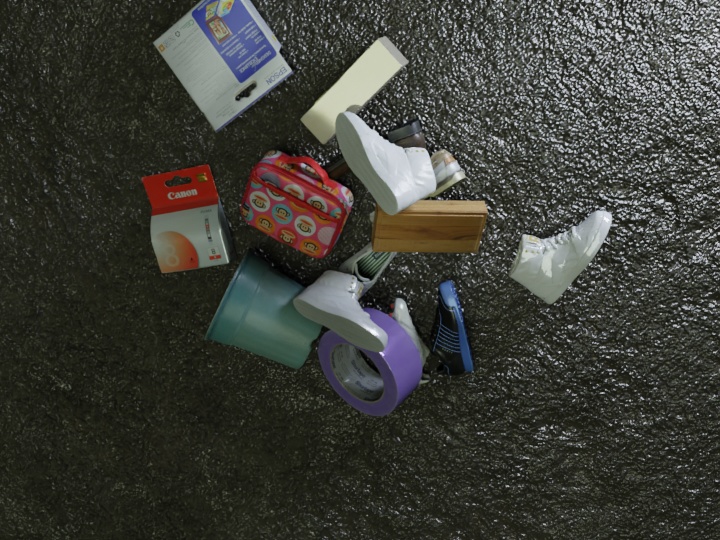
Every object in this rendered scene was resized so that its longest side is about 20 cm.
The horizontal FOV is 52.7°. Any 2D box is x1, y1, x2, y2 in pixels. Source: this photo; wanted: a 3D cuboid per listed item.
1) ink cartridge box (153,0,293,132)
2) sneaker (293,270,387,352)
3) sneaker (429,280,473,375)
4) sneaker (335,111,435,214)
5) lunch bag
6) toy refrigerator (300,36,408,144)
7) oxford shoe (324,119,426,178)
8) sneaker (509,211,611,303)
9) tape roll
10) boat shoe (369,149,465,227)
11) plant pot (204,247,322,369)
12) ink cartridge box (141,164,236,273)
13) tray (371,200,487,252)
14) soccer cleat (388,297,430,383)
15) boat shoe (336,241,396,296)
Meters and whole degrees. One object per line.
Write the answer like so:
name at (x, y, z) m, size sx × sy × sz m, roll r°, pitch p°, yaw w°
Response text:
ink cartridge box at (-0.250, -0.395, 1.343) m, size 0.197 × 0.047 × 0.200 m, roll -31°, pitch 103°, yaw 21°
sneaker at (-0.013, 0.065, 1.352) m, size 0.199 × 0.116 × 0.074 m, roll 28°, pitch 143°, yaw 22°
sneaker at (0.167, 0.119, 1.428) m, size 0.077 × 0.070 × 0.201 m, roll -12°, pitch 109°, yaw 11°
sneaker at (0.047, -0.198, 1.255) m, size 0.201 × 0.115 × 0.074 m, roll 58°, pitch 150°, yaw 11°
lunch bag at (-0.116, -0.133, 1.372) m, size 0.199 × 0.082 × 0.177 m, roll 27°, pitch 130°, yaw 1°
toy refrigerator at (-0.013, -0.322, 1.295) m, size 0.070 × 0.076 × 0.200 m, roll 46°, pitch 115°, yaw -7°
oxford shoe at (0.027, -0.201, 1.335) m, size 0.199 × 0.073 × 0.085 m, roll -18°, pitch 108°, yaw 19°
sneaker at (0.350, -0.043, 1.310) m, size 0.115 × 0.074 × 0.200 m, roll 31°, pitch 116°, yaw -3°
tape roll at (0.018, 0.181, 1.436) m, size 0.199 × 0.085 × 0.201 m, roll 25°, pitch 132°, yaw 31°
boat shoe at (0.095, -0.150, 1.344) m, size 0.199 × 0.075 × 0.069 m, roll -30°, pitch 89°, yaw 21°
plant pot at (-0.178, 0.089, 1.443) m, size 0.195 × 0.200 × 0.201 m, roll 27°, pitch 115°, yaw -6°
ink cartridge box at (-0.355, -0.101, 1.480) m, size 0.161 × 0.050 × 0.201 m, roll -8°, pitch 112°, yaw 16°
tray at (0.123, -0.079, 1.327) m, size 0.199 × 0.037 × 0.099 m, roll -1°, pitch 135°, yaw -8°
soccer cleat at (0.099, 0.142, 1.460) m, size 0.077 × 0.069 × 0.201 m, roll -2°, pitch 118°, yaw 9°
boat shoe at (0.000, 0.000, 1.423) m, size 0.073 × 0.067 × 0.200 m, roll 37°, pitch 115°, yaw -2°
